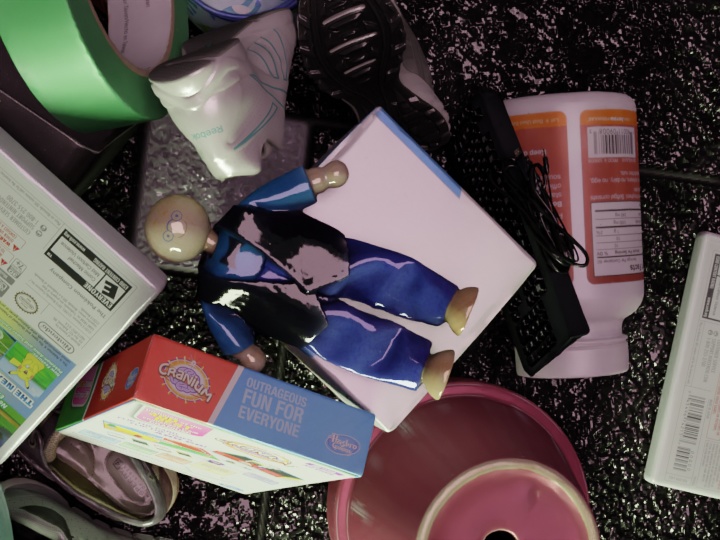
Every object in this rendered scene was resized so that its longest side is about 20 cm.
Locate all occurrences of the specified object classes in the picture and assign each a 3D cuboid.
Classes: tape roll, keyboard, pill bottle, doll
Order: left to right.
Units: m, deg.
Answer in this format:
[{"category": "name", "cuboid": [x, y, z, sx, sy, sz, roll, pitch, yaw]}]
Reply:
[{"category": "tape roll", "cuboid": [-0.163, -0.187, 0.805, 0.047, 0.200, 0.203, -9, 92, 15]}, {"category": "doll", "cuboid": [-0.032, 0.002, 0.790, 0.198, 0.048, 0.138, 20, 96, -1]}, {"category": "keyboard", "cuboid": [0.099, -0.035, 0.930, 0.039, 0.104, 0.202, -5, 64, -30]}, {"category": "pill bottle", "cuboid": [0.152, -0.025, 0.988, 0.110, 0.112, 0.203, -3, 91, -8]}]

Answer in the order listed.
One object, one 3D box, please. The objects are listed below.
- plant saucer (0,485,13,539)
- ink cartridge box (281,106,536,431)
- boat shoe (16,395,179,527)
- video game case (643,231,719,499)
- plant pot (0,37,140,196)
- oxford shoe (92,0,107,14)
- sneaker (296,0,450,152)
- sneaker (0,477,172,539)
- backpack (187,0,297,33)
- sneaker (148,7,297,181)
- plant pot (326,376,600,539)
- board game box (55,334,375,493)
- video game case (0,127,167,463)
[{"category": "plant saucer", "cuboid": [-0.288, 0.171, 0.907, 0.036, 0.198, 0.203, -15, 93, -45]}, {"category": "ink cartridge box", "cuboid": [0.000, 0.000, 0.921, 0.147, 0.200, 0.146, 44, 84, -6]}, {"category": "boat shoe", "cuboid": [-0.213, 0.112, 0.958, 0.200, 0.065, 0.072, 43, 85, -7]}, {"category": "video game case", "cuboid": [0.331, 0.088, 1.063, 0.179, 0.023, 0.203, 13, 88, -8]}, {"category": "plant pot", "cuboid": [-0.286, -0.075, 0.888, 0.199, 0.200, 0.178, 34, 100, -8]}, {"category": "oxford shoe", "cuboid": [-0.206, -0.252, 0.953, 0.200, 0.071, 0.074, 42, 82, -7]}, {"category": "sneaker", "cuboid": [0.004, -0.157, 0.936, 0.073, 0.200, 0.080, -18, 58, 11]}, {"category": "sneaker", "cuboid": [-0.183, 0.218, 0.939, 0.198, 0.115, 0.076, 26, 87, -8]}, {"category": "backpack", "cuboid": [-0.061, -0.269, 0.936, 0.199, 0.147, 0.184, -31, 91, -2]}, {"category": "sneaker", "cuboid": [-0.077, -0.113, 0.843, 0.070, 0.201, 0.081, -17, 109, 17]}, {"category": "plant pot", "cuboid": [0.083, 0.184, 0.947, 0.197, 0.179, 0.203, 0, 92, -9]}, {"category": "board game box", "cuboid": [-0.100, 0.100, 0.867, 0.151, 0.200, 0.041, 22, 70, -21]}, {"category": "video game case", "cuboid": [-0.243, -0.002, 0.802, 0.200, 0.022, 0.182, 42, 116, -10]}]
